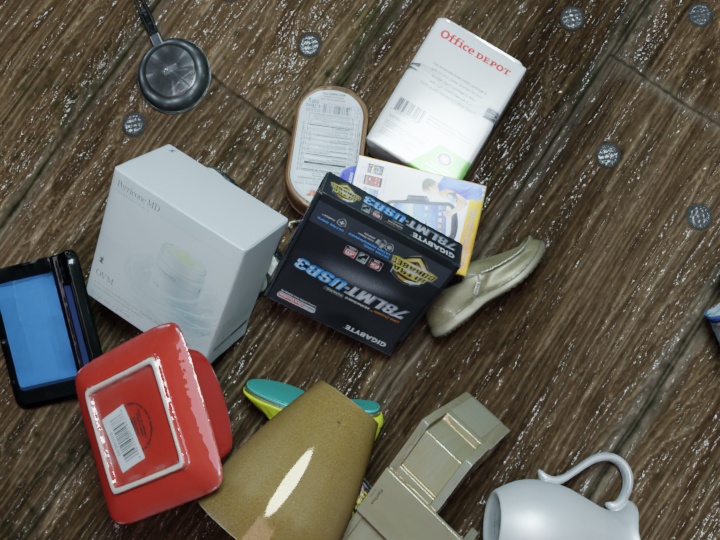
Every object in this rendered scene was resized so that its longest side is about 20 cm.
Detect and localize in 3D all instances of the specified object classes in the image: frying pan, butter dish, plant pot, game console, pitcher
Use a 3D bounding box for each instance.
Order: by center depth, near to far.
[{"bbox_3d":[-0.068,0.247,0.936,0.185,0.187,0.201,35,77,7],"label":"plant pot"},{"bbox_3d":[-0.232,0.183,0.949,0.197,0.147,0.204,-25,79,26],"label":"butter dish"},{"bbox_3d":[0.264,0.314,0.984,0.195,0.122,0.175,9,61,-5],"label":"pitcher"},{"bbox_3d":[-0.425,0.086,1.030,0.114,0.175,0.204,-15,95,-26],"label":"game console"},{"bbox_3d":[-0.283,-0.331,1.139,0.112,0.031,0.195,-5,85,1],"label":"frying pan"}]

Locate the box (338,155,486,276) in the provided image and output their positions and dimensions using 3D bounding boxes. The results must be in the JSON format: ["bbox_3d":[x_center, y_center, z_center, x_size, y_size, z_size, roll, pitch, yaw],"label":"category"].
[{"bbox_3d":[0.057,-0.074,1.002,0.196,0.041,0.122,13,92,2],"label":"box"}]

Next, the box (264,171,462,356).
[{"bbox_3d":[0.000,0.000,0.978,0.197,0.200,0.050,27,40,-9],"label":"box"}]

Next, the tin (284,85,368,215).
[{"bbox_3d":[-0.048,-0.169,1.073,0.109,0.042,0.204,5,69,3],"label":"tin"}]

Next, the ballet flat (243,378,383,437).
[{"bbox_3d":[-0.068,0.201,1.039,0.195,0.067,0.069,10,106,3],"label":"ballet flat"}]

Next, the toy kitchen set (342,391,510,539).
[{"bbox_3d":[0.114,0.300,0.968,0.163,0.180,0.202,40,109,19],"label":"toy kitchen set"}]

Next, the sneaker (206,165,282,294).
[{"bbox_3d":[-0.176,-0.057,1.073,0.078,0.074,0.203,-30,82,4],"label":"sneaker"}]

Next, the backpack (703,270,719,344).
[{"bbox_3d":[0.539,0.043,0.963,0.189,0.200,0.156,-32,77,5],"label":"backpack"}]

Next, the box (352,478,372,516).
[{"bbox_3d":[-0.048,0.368,1.019,0.200,0.049,0.161,-43,78,-3],"label":"box"}]

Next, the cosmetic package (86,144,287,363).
[{"bbox_3d":[-0.230,-0.019,0.996,0.197,0.123,0.202,31,119,9],"label":"cosmetic package"}]

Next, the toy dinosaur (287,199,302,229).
[{"bbox_3d":[-0.037,-0.064,1.071,0.101,0.058,0.200,-42,82,-4],"label":"toy dinosaur"}]

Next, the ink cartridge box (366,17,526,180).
[{"bbox_3d":[0.119,-0.223,1.069,0.144,0.084,0.202,31,86,6],"label":"ink cartridge box"}]

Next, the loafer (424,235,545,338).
[{"bbox_3d":[0.165,0.012,1.040,0.199,0.076,0.068,-38,88,-2],"label":"loafer"}]
